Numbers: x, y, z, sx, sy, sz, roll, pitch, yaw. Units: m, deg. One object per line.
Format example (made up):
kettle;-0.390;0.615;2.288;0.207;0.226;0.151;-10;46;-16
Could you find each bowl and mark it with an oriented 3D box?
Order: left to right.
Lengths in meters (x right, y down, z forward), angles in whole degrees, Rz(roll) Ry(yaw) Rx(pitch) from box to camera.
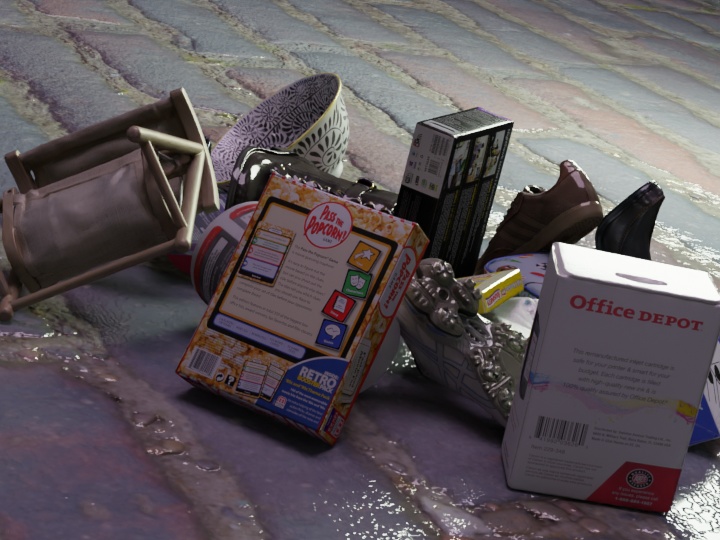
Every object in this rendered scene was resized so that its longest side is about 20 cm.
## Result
bowl;-0.081;-0.136;2.075;0.094;0.200;0.201;52;4;-24

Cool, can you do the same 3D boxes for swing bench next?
swing bench;-0.252;-0.068;1.663;0.198;0.130;0.200;-19;12;12

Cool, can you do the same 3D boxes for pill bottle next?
pill bottle;-0.061;0.028;1.630;0.116;0.116;0.200;-5;32;-41

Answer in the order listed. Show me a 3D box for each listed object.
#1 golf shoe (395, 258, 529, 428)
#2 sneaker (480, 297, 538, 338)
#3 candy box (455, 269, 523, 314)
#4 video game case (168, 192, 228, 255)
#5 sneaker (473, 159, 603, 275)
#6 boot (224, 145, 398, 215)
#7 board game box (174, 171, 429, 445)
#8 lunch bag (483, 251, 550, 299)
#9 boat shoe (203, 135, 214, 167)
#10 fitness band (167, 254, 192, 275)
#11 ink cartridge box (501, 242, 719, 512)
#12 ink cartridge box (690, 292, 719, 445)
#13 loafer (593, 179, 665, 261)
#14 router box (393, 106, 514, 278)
golf shoe;0.101;0.083;1.603;0.078;0.097;0.200;-38;87;-37
sneaker;0.159;0.066;1.682;0.200;0.075;0.088;27;58;39
candy box;0.049;0.034;1.695;0.199;0.027;0.102;-10;6;28
video game case;-0.133;-0.049;1.860;0.199;0.019;0.143;4;24;-26
sneaker;0.190;-0.050;1.914;0.070;0.200;0.076;-1;67;-38
boot;-0.039;-0.079;1.875;0.173;0.070;0.200;20;20;17
board game box;-0.050;0.031;1.522;0.151;0.201;0.046;21;-12;24
lunch bag;0.228;0.044;1.816;0.160;0.076;0.200;-4;24;-30
boat shoe;-0.243;-0.102;1.956;0.199;0.062;0.075;-20;40;-38
fitness band;-0.111;-0.023;1.878;0.199;0.038;0.143;-4;25;-36
ink cartridge box;0.212;0.092;1.488;0.147;0.201;0.086;11;19;-3
ink cartridge box;0.335;0.094;1.713;0.044;0.094;0.200;-19;7;25
loafer;0.293;-0.023;1.895;0.073;0.200;0.072;-32;70;-26
router box;0.090;-0.066;1.866;0.051;0.201;0.149;23;21;24
